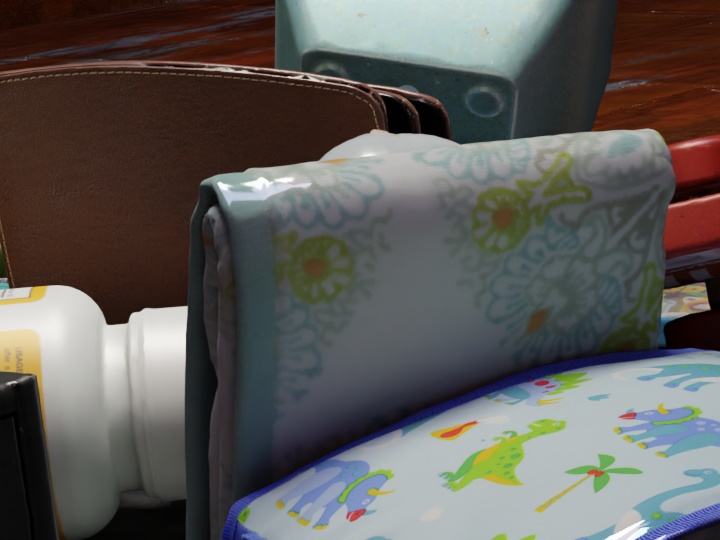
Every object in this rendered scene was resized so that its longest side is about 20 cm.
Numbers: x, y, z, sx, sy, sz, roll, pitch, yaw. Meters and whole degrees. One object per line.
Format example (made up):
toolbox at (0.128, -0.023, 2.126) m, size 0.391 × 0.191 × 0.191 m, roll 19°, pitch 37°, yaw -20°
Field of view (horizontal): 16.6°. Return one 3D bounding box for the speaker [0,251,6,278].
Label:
speaker at (-0.187, -0.040, 1.673) m, size 0.199 × 0.089 × 0.088 m, roll -8°, pitch 12°, yaw -17°

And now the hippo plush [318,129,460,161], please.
hippo plush at (0.027, 0.033, 0.971) m, size 0.200 × 0.160 × 0.161 m, roll 32°, pitch -16°, yaw 6°

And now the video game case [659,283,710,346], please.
video game case at (0.225, 0.012, 1.408) m, size 0.143 × 0.018 × 0.200 m, roll 1°, pitch 13°, yaw 30°

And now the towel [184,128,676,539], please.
towel at (0.023, 0.052, 0.865) m, size 0.171 × 0.201 × 0.048 m, roll -9°, pitch 25°, yaw -26°

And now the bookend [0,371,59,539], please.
bookend at (-0.199, 0.057, 0.919) m, size 0.092 × 0.200 × 0.200 m, roll 2°, pitch 13°, yaw 39°

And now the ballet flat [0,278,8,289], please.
ballet flat at (-0.160, 0.035, 1.328) m, size 0.072 × 0.072 × 0.200 m, roll -15°, pitch 7°, yaw -41°

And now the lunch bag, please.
lunch bag at (0.078, 0.100, 0.776) m, size 0.199 × 0.128 × 0.170 m, roll -1°, pitch 10°, yaw -28°

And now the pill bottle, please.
pill bottle at (-0.167, 0.066, 1.080) m, size 0.199 × 0.113 × 0.113 m, roll -6°, pitch 12°, yaw -2°

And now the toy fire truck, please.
toy fire truck at (0.204, -0.019, 1.208) m, size 0.199 × 0.113 × 0.168 m, roll -11°, pitch -6°, yaw 20°

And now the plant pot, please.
plant pot at (0.041, -0.128, 1.368) m, size 0.195 × 0.197 × 0.200 m, roll 8°, pitch 44°, yaw 6°

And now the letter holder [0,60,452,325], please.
letter holder at (-0.066, -0.054, 1.151) m, size 0.199 × 0.143 × 0.101 m, roll 3°, pitch 33°, yaw 17°
